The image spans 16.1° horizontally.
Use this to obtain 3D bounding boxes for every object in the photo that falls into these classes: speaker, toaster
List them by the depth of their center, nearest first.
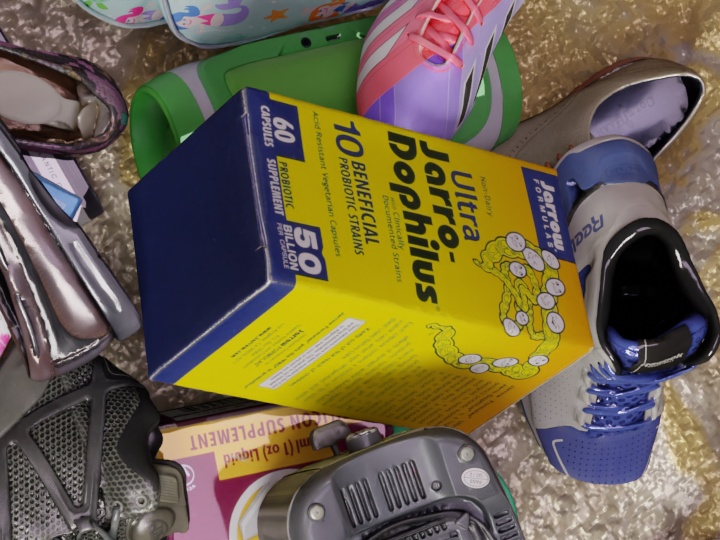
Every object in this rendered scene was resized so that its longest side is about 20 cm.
[{"bbox_3d":[0.024,0.170,1.250,0.114,0.129,0.200,-21,94,-13],"label":"toaster"},{"bbox_3d":[-0.018,-0.083,1.354,0.200,0.088,0.089,-14,93,-24],"label":"speaker"}]

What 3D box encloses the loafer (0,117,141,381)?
[{"bbox_3d":[-0.184,-0.037,1.208,0.063,0.072,0.200,-37,99,-7],"label":"loafer"}]

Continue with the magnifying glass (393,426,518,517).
[{"bbox_3d":[0.028,0.089,1.413,0.080,0.022,0.200,-21,96,-11],"label":"magnifying glass"}]

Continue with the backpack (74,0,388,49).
[{"bbox_3d":[-0.072,-0.206,1.308,0.200,0.178,0.151,-11,57,-7],"label":"backpack"}]

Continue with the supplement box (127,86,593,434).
[{"bbox_3d":[0.000,0.000,1.266,0.200,0.110,0.109,12,55,-36],"label":"supplement box"}]

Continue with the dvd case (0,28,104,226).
[{"bbox_3d":[-0.258,-0.046,1.352,0.200,0.016,0.149,-30,96,-10],"label":"dvd case"}]

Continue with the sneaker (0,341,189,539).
[{"bbox_3d":[-0.155,0.132,1.239,0.114,0.076,0.200,23,63,10],"label":"sneaker"}]

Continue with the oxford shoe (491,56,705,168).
[{"bbox_3d":[0.104,-0.055,1.400,0.200,0.074,0.071,-40,98,-9],"label":"oxford shoe"}]

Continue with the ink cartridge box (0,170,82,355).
[{"bbox_3d":[-0.221,0.037,1.293,0.068,0.115,0.200,28,84,-11],"label":"ink cartridge box"}]

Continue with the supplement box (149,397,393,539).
[{"bbox_3d":[-0.042,0.165,1.354,0.131,0.103,0.200,-11,93,-14],"label":"supplement box"}]

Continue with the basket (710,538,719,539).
[{"bbox_3d":[0.273,0.209,1.406,0.200,0.136,0.124,-8,94,-12],"label":"basket"}]

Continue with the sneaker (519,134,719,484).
[{"bbox_3d":[0.136,0.041,1.355,0.080,0.115,0.200,-5,120,-11],"label":"sneaker"}]

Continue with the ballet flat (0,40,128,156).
[{"bbox_3d":[-0.216,-0.099,1.316,0.200,0.071,0.069,11,88,-12],"label":"ballet flat"}]

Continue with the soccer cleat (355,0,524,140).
[{"bbox_3d":[0.058,-0.145,1.314,0.067,0.076,0.200,33,63,-6],"label":"soccer cleat"}]
